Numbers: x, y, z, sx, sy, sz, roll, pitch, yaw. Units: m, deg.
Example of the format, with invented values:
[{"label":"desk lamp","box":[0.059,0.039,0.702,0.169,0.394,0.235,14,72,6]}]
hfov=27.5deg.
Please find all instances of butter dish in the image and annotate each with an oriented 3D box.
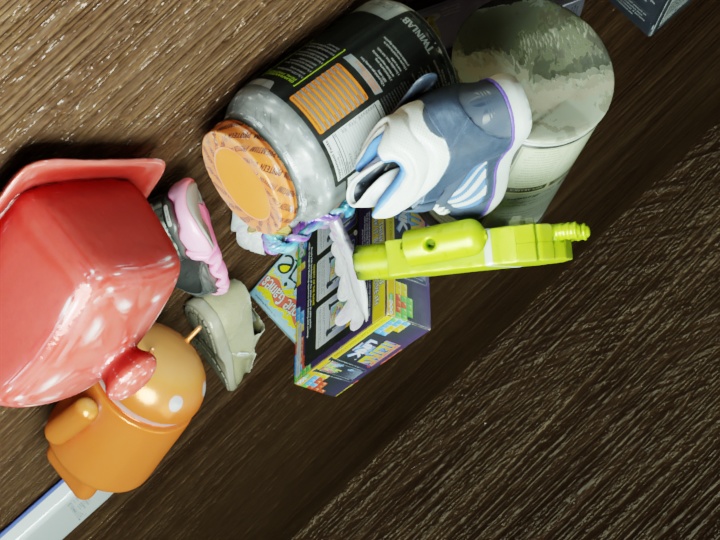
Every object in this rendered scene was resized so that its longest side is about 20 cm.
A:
[{"label":"butter dish","box":[-0.205,0.030,1.062,0.200,0.148,0.199,-48,166,18]}]

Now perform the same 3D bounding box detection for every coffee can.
[{"label":"coffee can","box":[0.130,-0.129,1.330,0.146,0.146,0.200,-38,167,-24]}]

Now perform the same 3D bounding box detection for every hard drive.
[{"label":"hard drive","box":[-0.360,0.290,1.662,0.200,0.025,0.132,-42,167,-15]}]

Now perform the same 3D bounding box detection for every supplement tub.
[{"label":"supplement tub","box":[-0.026,-0.124,1.202,0.199,0.123,0.123,-37,166,-26]}]

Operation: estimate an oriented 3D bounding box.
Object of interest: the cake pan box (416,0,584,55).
[{"label":"cake pan box","box":[0.113,-0.203,1.420,0.182,0.053,0.200,-18,161,-10]}]

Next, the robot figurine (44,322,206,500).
[{"label":"robot figurine","box":[-0.222,0.130,1.392,0.143,0.117,0.201,22,122,-28]}]

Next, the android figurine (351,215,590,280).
[{"label":"android figurine","box":[0.098,-0.019,1.271,0.197,0.042,0.182,-8,177,20]}]

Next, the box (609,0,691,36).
[{"label":"box","box":[0.352,-0.391,1.545,0.200,0.123,0.199,-41,168,-22]}]

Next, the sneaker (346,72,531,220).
[{"label":"sneaker","box":[0.046,-0.079,1.169,0.145,0.081,0.200,-22,164,-18]}]

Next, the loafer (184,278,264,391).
[{"label":"loafer","box":[-0.136,0.068,1.558,0.068,0.076,0.200,-35,165,-13]}]

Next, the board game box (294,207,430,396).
[{"label":"board game box","box":[0.000,0.000,1.468,0.056,0.202,0.165,21,143,-30]}]

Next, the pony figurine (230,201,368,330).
[{"label":"pony figurine","box":[-0.035,-0.065,1.350,0.201,0.165,0.194,-52,159,-23]}]

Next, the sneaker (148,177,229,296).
[{"label":"sneaker","box":[-0.167,-0.017,1.250,0.094,0.080,0.200,-21,164,-3]}]

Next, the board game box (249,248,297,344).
[{"label":"board game box","box":[-0.010,-0.012,1.639,0.200,0.103,0.105,-48,167,14]}]
